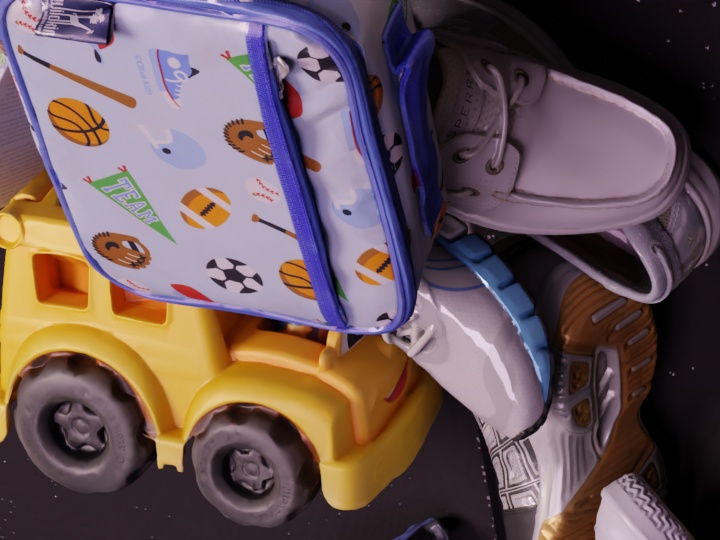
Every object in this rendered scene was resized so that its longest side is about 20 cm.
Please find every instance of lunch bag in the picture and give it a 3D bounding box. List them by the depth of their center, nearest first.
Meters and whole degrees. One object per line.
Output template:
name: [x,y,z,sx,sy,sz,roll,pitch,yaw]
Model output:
lunch bag: [-0.045,-0.060,1.017,0.159,0.076,0.201,11,146,20]

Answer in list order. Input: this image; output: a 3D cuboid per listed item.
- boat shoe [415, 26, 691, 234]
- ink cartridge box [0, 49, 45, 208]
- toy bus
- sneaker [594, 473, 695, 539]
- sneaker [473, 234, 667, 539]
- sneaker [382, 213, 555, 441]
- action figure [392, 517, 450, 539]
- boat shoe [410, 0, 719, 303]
boat shoe: [0.037,-0.061,1.084,0.199,0.069,0.071,11,83,2]
ink cartridge box: [-0.153,-0.105,1.218,0.050,0.109,0.201,37,119,14]
toy bus: [-0.067,-0.001,1.226,0.199,0.136,0.193,11,119,20]
sneaker: [0.107,0.185,1.204,0.075,0.114,0.201,49,161,44]
sneaker: [0.087,0.071,1.222,0.088,0.075,0.201,35,136,41]
sneaker: [0.000,0.000,1.141,0.200,0.086,0.075,51,150,9]
action figure: [-0.024,0.219,1.301,0.199,0.194,0.105,-31,106,14]
boat shoe: [0.062,-0.058,1.153,0.202,0.065,0.075,37,131,12]
